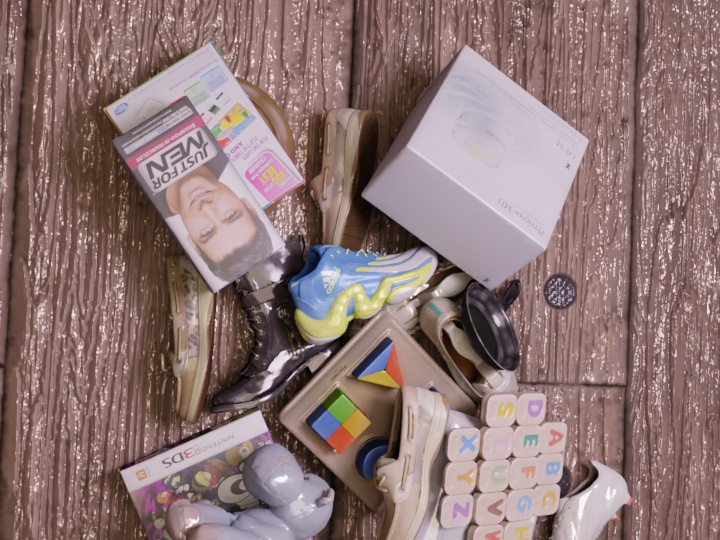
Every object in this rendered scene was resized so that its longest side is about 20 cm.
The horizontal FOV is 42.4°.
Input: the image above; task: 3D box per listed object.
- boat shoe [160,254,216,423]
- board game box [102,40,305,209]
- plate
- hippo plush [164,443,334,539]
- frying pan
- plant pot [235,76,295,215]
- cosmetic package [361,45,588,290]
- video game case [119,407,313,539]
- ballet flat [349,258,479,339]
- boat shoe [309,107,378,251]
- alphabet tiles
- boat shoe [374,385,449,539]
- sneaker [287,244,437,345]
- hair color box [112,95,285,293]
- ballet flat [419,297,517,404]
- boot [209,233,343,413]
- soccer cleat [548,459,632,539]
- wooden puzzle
[{"bbox_3d":[-0.207,0.081,1.105,0.062,0.073,0.201,4,76,-6],"label":"boat shoe"},{"bbox_3d":[-0.184,-0.145,1.102,0.153,0.040,0.200,-35,95,-11],"label":"board game box"},{"bbox_3d":[0.159,0.292,1.156,0.199,0.032,0.201,21,84,-32],"label":"plate"},{"bbox_3d":[-0.100,0.289,1.032,0.161,0.159,0.200,-43,96,-10],"label":"hippo plush"},{"bbox_3d":[0.158,0.046,1.135,0.031,0.190,0.115,-29,121,27],"label":"frying pan"},{"bbox_3d":[-0.177,-0.146,1.138,0.199,0.027,0.201,0,88,-11],"label":"plant pot"},{"bbox_3d":[0.142,-0.124,1.118,0.199,0.123,0.200,35,55,-9],"label":"cosmetic package"},{"bbox_3d":[-0.167,0.292,1.117,0.181,0.036,0.201,-22,92,-11],"label":"video game case"},{"bbox_3d":[0.074,0.037,1.165,0.200,0.064,0.076,-34,94,-11],"label":"ballet flat"},{"bbox_3d":[-0.026,-0.101,1.153,0.065,0.072,0.201,11,98,24],"label":"boat shoe"},{"bbox_3d":[0.179,0.248,1.134,0.195,0.015,0.201,4,93,-34],"label":"alphabet tiles"},{"bbox_3d":[0.046,0.235,1.080,0.065,0.072,0.201,17,88,-14],"label":"boat shoe"},{"bbox_3d":[0.000,0.000,1.102,0.200,0.076,0.105,-33,106,-24],"label":"sneaker"},{"bbox_3d":[-0.182,-0.083,1.048,0.099,0.061,0.200,-35,96,-11],"label":"hair color box"},{"bbox_3d":[0.140,0.114,1.146,0.067,0.062,0.200,-45,118,-2],"label":"ballet flat"},{"bbox_3d":[-0.125,0.064,1.125,0.200,0.069,0.175,-28,92,-21],"label":"boot"},{"bbox_3d":[0.271,0.338,1.198,0.078,0.069,0.200,40,74,-3],"label":"soccer cleat"},{"bbox_3d":[0.028,0.177,1.129,0.185,0.046,0.200,-45,111,-6],"label":"wooden puzzle"}]
